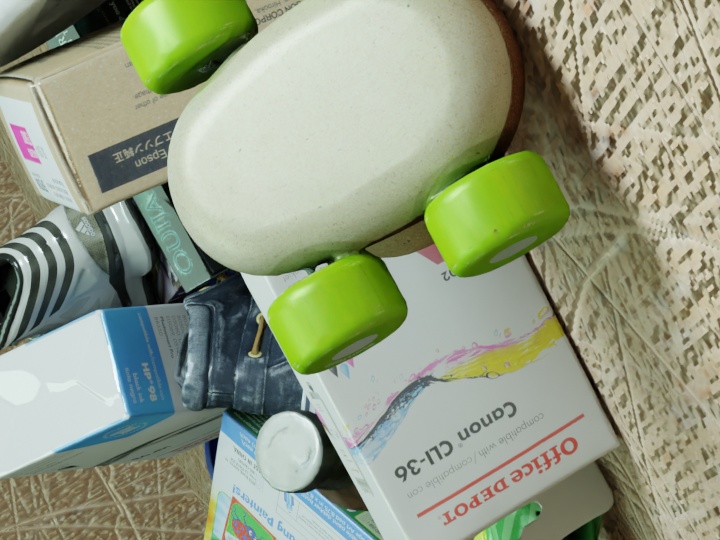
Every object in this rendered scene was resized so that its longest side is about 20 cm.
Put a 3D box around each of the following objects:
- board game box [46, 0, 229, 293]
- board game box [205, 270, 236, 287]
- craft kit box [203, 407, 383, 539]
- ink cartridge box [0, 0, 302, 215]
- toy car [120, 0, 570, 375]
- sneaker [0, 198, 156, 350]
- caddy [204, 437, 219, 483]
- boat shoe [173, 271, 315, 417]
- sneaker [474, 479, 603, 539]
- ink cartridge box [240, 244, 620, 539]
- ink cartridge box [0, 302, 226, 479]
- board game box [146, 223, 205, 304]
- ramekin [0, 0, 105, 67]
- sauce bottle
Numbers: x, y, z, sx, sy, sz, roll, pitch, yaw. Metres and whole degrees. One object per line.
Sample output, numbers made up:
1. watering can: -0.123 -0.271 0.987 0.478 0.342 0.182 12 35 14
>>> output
1. board game box: -0.098 -0.100 1.647 0.028 0.135 0.201 -28 90 40
2. board game box: -0.112 -0.082 1.844 0.200 0.045 0.135 -133 41 -52
3. craft kit box: -0.012 0.200 1.667 0.200 0.048 0.198 39 133 31
4. ink cartridge box: -0.092 -0.095 1.491 0.076 0.164 0.200 67 170 -10
5. toy car: 0.018 -0.060 1.260 0.165 0.157 0.200 62 -161 10
6. sneaker: -0.183 0.012 1.730 0.076 0.115 0.201 62 168 16
7. caddy: -0.007 0.129 1.784 0.200 0.141 0.105 54 172 28
8. boat shoe: -0.057 0.019 1.675 0.201 0.090 0.071 -94 10 -64
9. sneaker: 0.086 0.103 1.492 0.083 0.074 0.201 -15 96 43
10. ink cartridge box: 0.042 0.057 1.397 0.201 0.116 0.067 61 170 -10
11. ink cartridge box: -0.118 0.067 1.726 0.199 0.115 0.067 -4 -107 -53
12. board game box: -0.128 -0.038 1.739 0.200 0.032 0.121 137 112 -77
13. ramekin: -0.157 -0.188 1.497 0.098 0.200 0.200 53 170 1
14. sauce bottle: 0.013 0.093 1.529 0.065 0.065 0.200 56 -158 22
